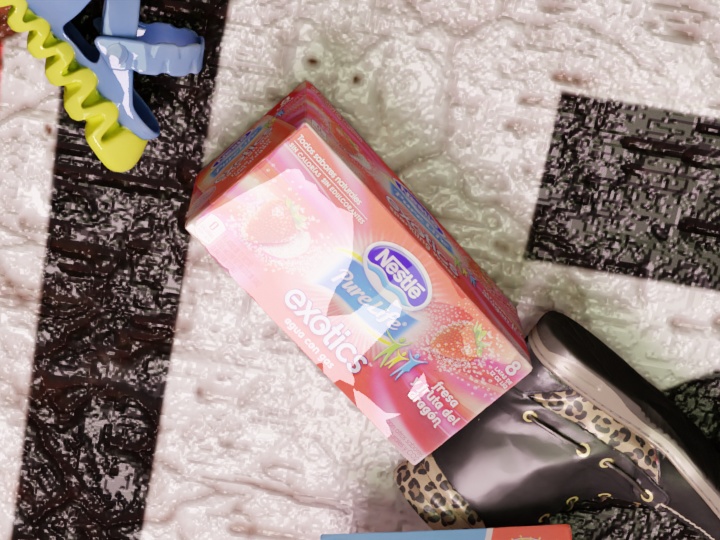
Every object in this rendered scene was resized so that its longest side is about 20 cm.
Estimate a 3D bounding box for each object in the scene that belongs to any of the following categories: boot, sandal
[{"bbox_3d":[0.133,0.135,1.230,0.151,0.073,0.200,-42,113,17],"label":"boot"},{"bbox_3d":[-0.158,-0.157,1.117,0.087,0.080,0.200,-32,116,6],"label":"sandal"}]

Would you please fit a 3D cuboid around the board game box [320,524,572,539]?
[{"bbox_3d":[0.052,0.237,1.240,0.153,0.040,0.200,-2,135,0],"label":"board game box"}]

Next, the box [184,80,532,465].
[{"bbox_3d":[0.000,0.000,1.161,0.095,0.103,0.200,-40,105,12],"label":"box"}]
